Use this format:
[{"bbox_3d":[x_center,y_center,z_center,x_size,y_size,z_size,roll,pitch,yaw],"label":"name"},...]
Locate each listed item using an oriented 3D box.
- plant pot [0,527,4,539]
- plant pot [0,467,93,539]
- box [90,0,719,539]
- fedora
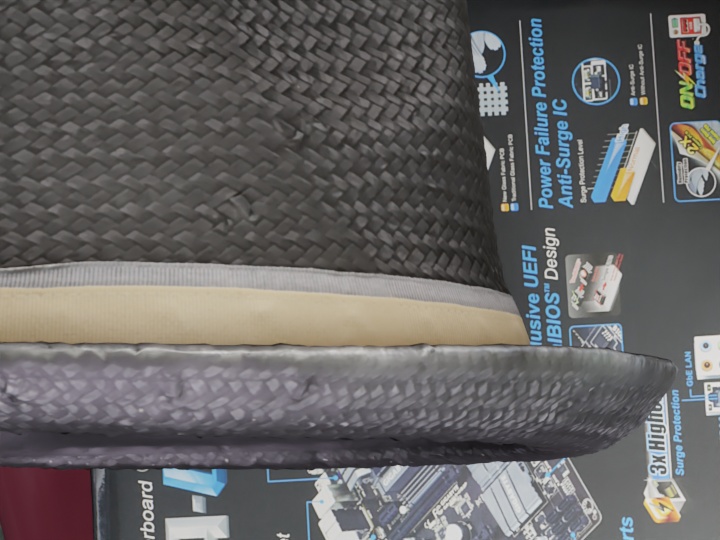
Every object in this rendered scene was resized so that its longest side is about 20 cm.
[{"bbox_3d":[-0.300,0.151,1.734,0.195,0.197,0.200,-5,-176,21],"label":"plant pot"},{"bbox_3d":[-0.006,0.045,0.710,0.199,0.179,0.200,-4,175,0],"label":"plant pot"},{"bbox_3d":[0.027,0.043,0.584,0.159,0.201,0.046,-4,173,1],"label":"box"},{"bbox_3d":[-0.050,-0.015,0.477,0.200,0.092,0.201,0,175,0],"label":"fedora"}]
